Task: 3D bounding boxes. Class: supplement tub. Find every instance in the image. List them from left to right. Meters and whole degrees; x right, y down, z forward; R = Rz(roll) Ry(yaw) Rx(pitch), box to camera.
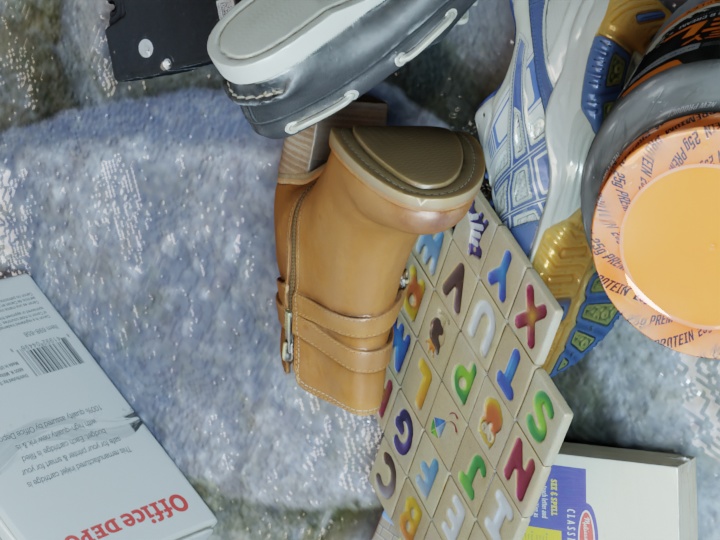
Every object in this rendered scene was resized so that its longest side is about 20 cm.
[{"bbox_3d":[0.162,-0.045,0.880,0.122,0.200,0.123,6,114,15],"label":"supplement tub"}]

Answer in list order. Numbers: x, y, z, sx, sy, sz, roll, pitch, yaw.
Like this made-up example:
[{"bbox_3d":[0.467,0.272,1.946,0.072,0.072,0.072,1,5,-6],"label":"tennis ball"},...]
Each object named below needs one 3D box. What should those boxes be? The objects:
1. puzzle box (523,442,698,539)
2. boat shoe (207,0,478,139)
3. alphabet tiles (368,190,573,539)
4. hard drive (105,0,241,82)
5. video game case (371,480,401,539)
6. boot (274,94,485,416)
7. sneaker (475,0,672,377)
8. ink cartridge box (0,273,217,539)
[{"bbox_3d":[0.108,0.185,1.057,0.133,0.025,0.200,5,101,34],"label":"puzzle box"},{"bbox_3d":[0.021,-0.135,1.018,0.074,0.200,0.060,43,165,45],"label":"boat shoe"},{"bbox_3d":[0.049,0.066,1.045,0.166,0.006,0.200,60,142,44],"label":"alphabet tiles"},{"bbox_3d":[-0.060,-0.186,1.115,0.200,0.038,0.140,-9,94,35],"label":"hard drive"},{"bbox_3d":[0.046,0.226,1.133,0.143,0.017,0.200,32,115,25],"label":"video game case"},{"bbox_3d":[0.000,0.000,1.044,0.200,0.077,0.155,-149,61,-61],"label":"boot"},{"bbox_3d":[0.095,-0.048,1.028,0.088,0.075,0.200,28,110,43],"label":"sneaker"},{"bbox_3d":[-0.201,0.111,1.199,0.200,0.144,0.084,50,123,17],"label":"ink cartridge box"}]
